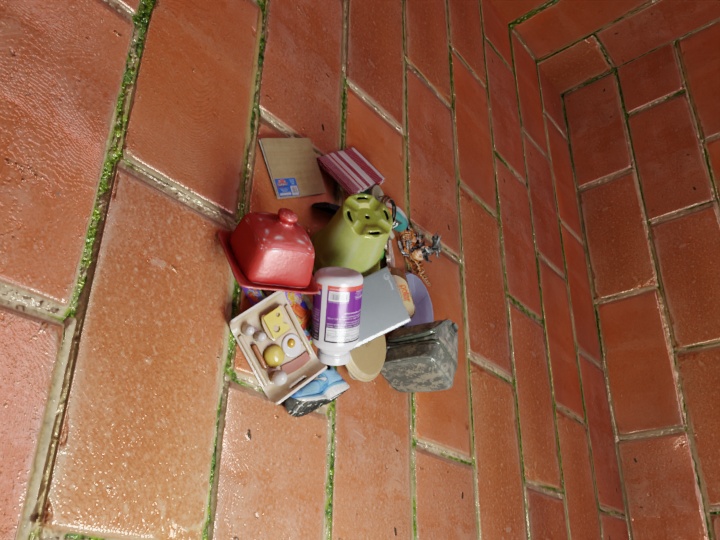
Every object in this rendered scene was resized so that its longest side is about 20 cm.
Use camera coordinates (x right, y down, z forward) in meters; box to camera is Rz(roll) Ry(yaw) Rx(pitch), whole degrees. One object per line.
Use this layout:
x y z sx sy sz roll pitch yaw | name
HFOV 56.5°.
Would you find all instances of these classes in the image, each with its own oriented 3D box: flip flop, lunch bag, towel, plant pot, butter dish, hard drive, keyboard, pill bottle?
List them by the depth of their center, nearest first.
-0.175 -0.061 1.403 0.196 0.150 0.201 8 34 -34 | butter dish
-0.054 0.101 1.491 0.112 0.110 0.206 -15 114 -55 | pill bottle
0.005 0.097 1.585 0.033 0.196 0.142 123 -57 -81 | hard drive
-0.013 -0.078 1.620 0.195 0.185 0.204 12 53 -16 | plant pot
-0.025 -0.150 1.757 0.198 0.125 0.021 14 88 -50 | keyboard
0.159 0.217 1.775 0.140 0.197 0.170 52 42 -28 | lunch bag
0.071 -0.162 1.804 0.081 0.057 0.202 48 18 -35 | flip flop
-0.024 -0.278 1.866 0.144 0.023 0.199 46 33 9 | towel

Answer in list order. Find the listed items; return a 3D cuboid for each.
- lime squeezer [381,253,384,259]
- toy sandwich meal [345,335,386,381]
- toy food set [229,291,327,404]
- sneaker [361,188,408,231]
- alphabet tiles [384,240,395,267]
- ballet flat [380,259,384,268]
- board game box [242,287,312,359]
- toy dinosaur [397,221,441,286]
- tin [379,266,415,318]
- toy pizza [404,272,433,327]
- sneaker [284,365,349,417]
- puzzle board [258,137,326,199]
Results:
0.029 -0.060 1.799 0.202 0.069 0.038 -99 -170 -52 | lime squeezer
-0.009 0.177 1.675 0.203 0.069 0.211 23 60 -47 | toy sandwich meal
-0.170 0.156 1.410 0.142 0.060 0.204 -32 103 -27 | toy food set
0.059 -0.159 1.929 0.198 0.071 0.081 35 48 -29 | sneaker
0.084 -0.033 1.858 0.201 0.014 0.200 -86 164 -66 | alphabet tiles
0.000 0.000 1.775 0.198 0.071 0.074 -9 81 -53 | ballet flat
-0.172 0.084 1.506 0.203 0.044 0.134 63 35 -12 | board game box
0.171 -0.054 2.037 0.134 0.101 0.206 -18 107 -41 | toy dinosaur
0.083 0.069 1.779 0.202 0.109 0.043 70 15 -44 | tin
0.154 0.109 1.958 0.199 0.031 0.205 30 52 -48 | toy pizza
-0.111 0.263 1.502 0.091 0.078 0.198 57 28 14 | sneaker
-0.171 -0.261 1.700 0.198 0.017 0.154 -17 89 -55 | puzzle board
